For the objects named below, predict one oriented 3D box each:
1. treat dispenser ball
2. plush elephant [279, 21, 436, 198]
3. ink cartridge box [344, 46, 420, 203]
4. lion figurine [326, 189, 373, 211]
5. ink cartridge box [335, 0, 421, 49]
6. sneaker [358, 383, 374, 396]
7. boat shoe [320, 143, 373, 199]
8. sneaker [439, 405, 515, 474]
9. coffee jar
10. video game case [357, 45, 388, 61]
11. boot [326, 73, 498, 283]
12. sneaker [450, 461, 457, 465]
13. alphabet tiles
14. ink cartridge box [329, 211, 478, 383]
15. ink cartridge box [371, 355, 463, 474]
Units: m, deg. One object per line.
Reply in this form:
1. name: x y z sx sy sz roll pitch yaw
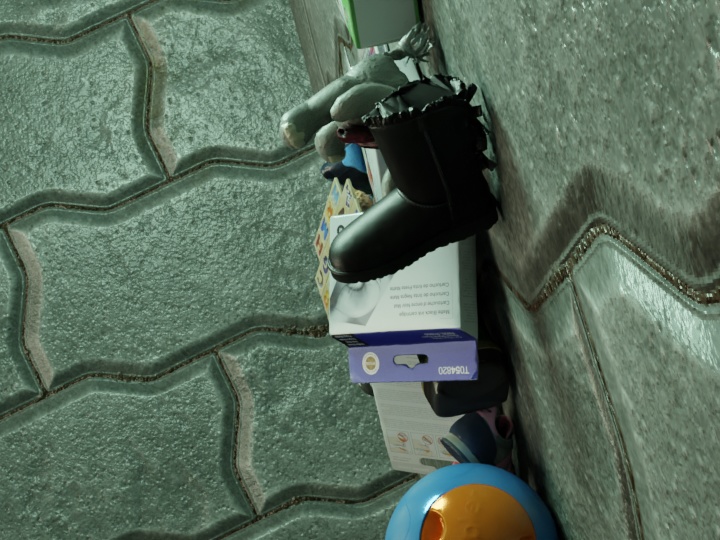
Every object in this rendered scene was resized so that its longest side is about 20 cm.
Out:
1. treat dispenser ball: 0.126 0.320 1.368 0.201 0.199 0.203 165 90 -86
2. plush elephant: 0.041 -0.148 1.317 0.155 0.200 0.165 51 -175 12
3. ink cartridge box: 0.045 -0.172 1.554 0.201 0.083 0.177 80 175 -53
4. lion figurine: 0.000 0.000 1.598 0.123 0.072 0.202 97 166 -63
5. ink cartridge box: 0.002 -0.373 1.408 0.201 0.083 0.147 -110 7 -51
6. sneaker: 0.055 0.079 1.643 0.080 0.073 0.202 21 88 50
7. boat shoe: 0.008 -0.147 1.752 0.199 0.068 0.085 22 -129 -56
8. sneaker: 0.170 0.227 1.496 0.070 0.082 0.200 36 172 34
9. coffee jar: 0.108 0.082 1.455 0.201 0.103 0.086 -108 9 -45
10. video game case: 0.024 -0.309 1.808 0.200 0.023 0.184 128 128 -84
11. boot: 0.040 -0.090 1.180 0.074 0.197 0.163 -115 4 -52
12. sneaker: 0.178 0.301 1.667 0.200 0.073 0.088 -120 28 -61
13. alphabet tiles: -0.024 -0.013 1.552 0.201 0.006 0.167 110 148 -49
14. ink cartridge box: 0.046 0.028 1.386 0.040 0.198 0.202 5 -99 -49
15. ink cartridge box: 0.101 0.180 1.593 0.047 0.159 0.202 -50 -46 -49
